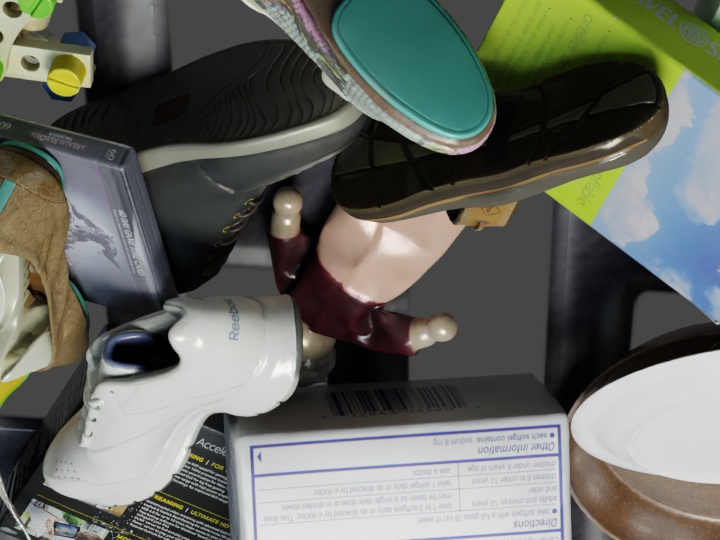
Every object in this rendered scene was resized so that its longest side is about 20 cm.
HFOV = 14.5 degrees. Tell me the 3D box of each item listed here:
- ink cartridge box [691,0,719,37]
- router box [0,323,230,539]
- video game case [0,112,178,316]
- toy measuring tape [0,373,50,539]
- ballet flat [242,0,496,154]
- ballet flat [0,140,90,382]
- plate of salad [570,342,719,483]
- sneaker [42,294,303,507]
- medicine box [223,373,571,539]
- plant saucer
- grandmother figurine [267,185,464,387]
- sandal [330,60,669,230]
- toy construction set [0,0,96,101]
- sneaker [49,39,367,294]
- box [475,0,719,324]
[{"bbox_3d":[0.262,-0.099,1.398,0.199,0.048,0.146,15,133,-7],"label":"ink cartridge box"},{"bbox_3d":[-0.092,0.130,1.662,0.199,0.051,0.149,24,130,-15],"label":"router box"},{"bbox_3d":[-0.198,-0.041,1.478,0.199,0.019,0.143,16,150,17],"label":"video game case"},{"bbox_3d":[-0.197,0.069,1.590,0.073,0.074,0.201,-19,111,23],"label":"toy measuring tape"},{"bbox_3d":[-0.016,-0.128,1.373,0.200,0.069,0.071,45,150,0],"label":"ballet flat"},{"bbox_3d":[-0.180,0.013,1.459,0.068,0.073,0.200,22,151,8],"label":"ballet flat"},{"bbox_3d":[0.211,0.068,1.509,0.199,0.048,0.200,-2,157,-1],"label":"plate of salad"},{"bbox_3d":[-0.116,0.061,1.506,0.087,0.075,0.200,15,140,-35],"label":"sneaker"},{"bbox_3d":[0.021,0.169,1.568,0.181,0.103,0.201,-3,101,-6],"label":"medicine box"},{"bbox_3d":[0.213,0.095,1.603,0.199,0.035,0.201,4,133,4],"label":"plant saucer"},{"bbox_3d":[0.000,0.000,1.527,0.121,0.061,0.200,45,132,3],"label":"grandmother figurine"},{"bbox_3d":[0.069,-0.055,1.383,0.199,0.082,0.055,-11,136,34],"label":"sandal"},{"bbox_3d":[-0.219,-0.149,1.393,0.199,0.092,0.131,6,135,-14],"label":"toy construction set"},{"bbox_3d":[-0.065,-0.052,1.478,0.199,0.075,0.106,-11,136,30],"label":"sneaker"},{"bbox_3d":[0.147,-0.065,1.389,0.200,0.048,0.122,37,136,9],"label":"box"}]
